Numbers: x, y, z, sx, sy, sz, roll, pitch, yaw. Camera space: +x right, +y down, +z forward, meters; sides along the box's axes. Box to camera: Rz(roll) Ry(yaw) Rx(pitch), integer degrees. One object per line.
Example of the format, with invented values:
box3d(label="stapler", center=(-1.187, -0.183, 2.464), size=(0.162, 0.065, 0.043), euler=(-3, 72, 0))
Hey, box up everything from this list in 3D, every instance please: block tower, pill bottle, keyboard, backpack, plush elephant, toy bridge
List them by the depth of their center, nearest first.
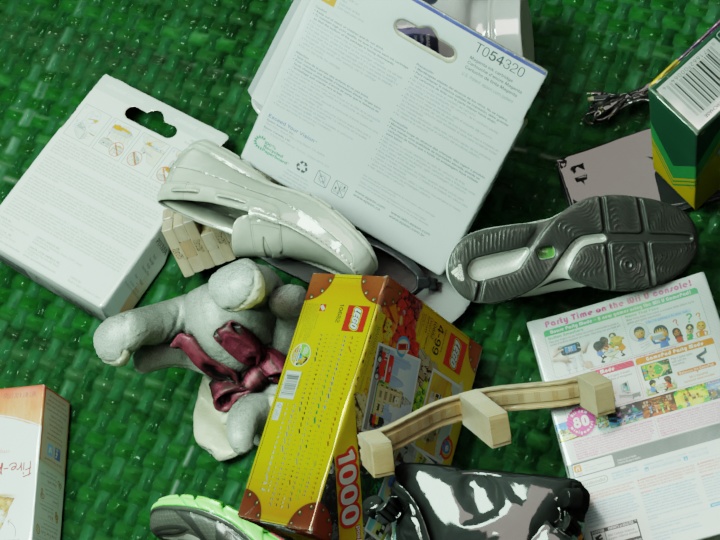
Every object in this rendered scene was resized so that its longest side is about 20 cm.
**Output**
box3d(label="backpack", center=(0.092, 0.246, 1.083), size=(0.165, 0.126, 0.202), euler=(2, 83, 26))
box3d(label="toy bridge", center=(0.092, 0.108, 1.107), size=(0.198, 0.067, 0.028), euler=(-14, 104, -15))
box3d(label="plush elephant", center=(-0.094, 0.084, 1.214), size=(0.164, 0.200, 0.156), euler=(-22, 86, 21))
box3d(label="keyboard", center=(0.262, -0.110, 1.255), size=(0.198, 0.021, 0.128), euler=(-18, 70, 8))
box3d(label="pill bottle", center=(0.048, -0.193, 1.301), size=(0.198, 0.111, 0.112), euler=(-3, 67, 15))
box3d(label="block tower", center=(-0.073, -0.062, 1.304), size=(0.198, 0.058, 0.054), euler=(-19, 35, 7))

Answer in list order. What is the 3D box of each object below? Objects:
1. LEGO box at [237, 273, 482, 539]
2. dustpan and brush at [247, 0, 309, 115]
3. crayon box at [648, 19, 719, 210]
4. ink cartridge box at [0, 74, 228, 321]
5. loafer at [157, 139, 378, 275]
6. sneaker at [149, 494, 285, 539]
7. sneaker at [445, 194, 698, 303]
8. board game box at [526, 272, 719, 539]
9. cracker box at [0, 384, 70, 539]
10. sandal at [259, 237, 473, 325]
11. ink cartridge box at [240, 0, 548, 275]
box3d(label="LEGO box", center=(0.004, 0.123, 1.154), size=(0.077, 0.149, 0.202), euler=(3, 68, 39))
box3d(label="dustpan and brush", center=(0.011, -0.139, 1.239), size=(0.199, 0.057, 0.140), euler=(30, 120, -4))
box3d(label="crayon box", center=(0.314, -0.156, 1.152), size=(0.200, 0.173, 0.058), euler=(-42, 69, -1))
box3d(label="ink cartridge box", center=(-0.232, -0.067, 1.376), size=(0.161, 0.050, 0.201), euler=(27, 70, 25))
box3d(label="loafer", center=(-0.076, -0.036, 1.211), size=(0.199, 0.070, 0.070), euler=(27, 67, 24))
box3d(label="sneaker", center=(-0.096, 0.242, 1.183), size=(0.199, 0.077, 0.084), euler=(27, 73, 25))
box3d(label="sneaker", center=(0.163, -0.018, 1.198), size=(0.198, 0.115, 0.077), euler=(-7, 91, -2))
box3d(label="board game box", center=(0.224, 0.120, 1.147), size=(0.146, 0.064, 0.202), euler=(-16, 66, 9))
box3d(label="cracker box", center=(-0.326, 0.206, 1.276), size=(0.133, 0.058, 0.202), euler=(-7, 67, 14))
box3d(label="sandal", center=(-0.001, 0.000, 1.246), size=(0.198, 0.043, 0.077), euler=(19, 84, 3))
box3d(label="ink cartridge box", center=(0.027, -0.126, 1.192), size=(0.195, 0.043, 0.201), euler=(31, 118, 5))
